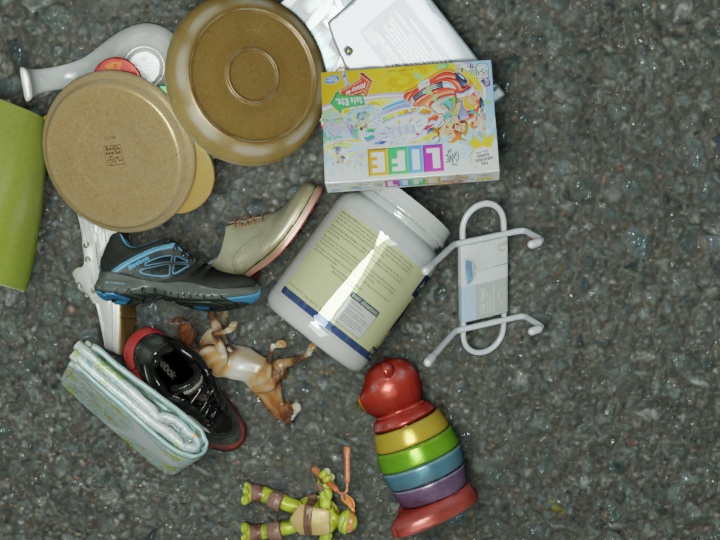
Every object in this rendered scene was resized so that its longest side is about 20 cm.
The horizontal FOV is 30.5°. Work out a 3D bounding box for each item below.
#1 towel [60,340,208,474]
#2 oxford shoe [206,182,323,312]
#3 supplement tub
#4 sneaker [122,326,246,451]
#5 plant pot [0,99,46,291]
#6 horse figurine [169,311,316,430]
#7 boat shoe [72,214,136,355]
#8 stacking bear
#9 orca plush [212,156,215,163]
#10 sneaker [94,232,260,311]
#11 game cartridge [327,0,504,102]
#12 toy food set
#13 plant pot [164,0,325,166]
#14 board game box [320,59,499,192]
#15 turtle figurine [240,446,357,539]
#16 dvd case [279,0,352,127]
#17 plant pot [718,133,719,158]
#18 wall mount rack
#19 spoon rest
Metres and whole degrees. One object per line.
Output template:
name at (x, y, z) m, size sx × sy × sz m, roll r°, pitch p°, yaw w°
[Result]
towel at (-0.279, 0.169, 1.616) m, size 0.200 × 0.171 × 0.048 m, roll 42°, pitch 69°, yaw -4°
oxford shoe at (-0.126, -0.041, 1.608) m, size 0.074 × 0.071 × 0.200 m, roll 43°, pitch 100°, yaw -3°
supplement tub at (0.000, 0.000, 1.561) m, size 0.144 × 0.145 × 0.201 m, roll 37°, pitch 88°, yaw -5°
sneaker at (-0.206, 0.153, 1.622) m, size 0.071 × 0.098 × 0.201 m, roll -47°, pitch 112°, yaw -19°
plant pot at (-0.451, -0.103, 1.573) m, size 0.185 × 0.187 × 0.202 m, roll 20°, pitch 88°, yaw -1°
horse figurine at (-0.146, 0.107, 1.635) m, size 0.198 × 0.050 × 0.133 m, roll 25°, pitch 136°, yaw -7°
boat shoe at (-0.320, 0.004, 1.631) m, size 0.068 × 0.071 × 0.203 m, roll -4°, pitch 92°, yaw 4°
stacking bear at (0.060, 0.206, 1.632) m, size 0.112 × 0.121 × 0.202 m, roll -21°, pitch 92°, yaw 9°
orca plush at (-0.219, -0.172, 1.597) m, size 0.198 × 0.072 × 0.106 m, roll -16°, pitch 125°, yaw 22°
sneaker at (-0.214, 0.000, 1.560) m, size 0.197 × 0.073 × 0.083 m, roll 6°, pitch 74°, yaw 2°
game cartridge at (0.059, -0.244, 1.553) m, size 0.133 × 0.042 × 0.201 m, roll -37°, pitch 98°, yaw 14°
toy food set at (-0.279, -0.142, 1.544) m, size 0.198 × 0.049 × 0.200 m, roll -20°, pitch 104°, yaw 20°
plant pot at (-0.127, -0.223, 1.523) m, size 0.197 × 0.027 × 0.203 m, roll 2°, pitch 85°, yaw -22°
board game box at (0.056, -0.164, 1.507) m, size 0.197 × 0.034 × 0.136 m, roll -4°, pitch 75°, yaw 4°
turtle figurine at (-0.070, 0.304, 1.678) m, size 0.159 × 0.064 × 0.203 m, roll 5°, pitch 110°, yaw 10°
dvd case at (-0.023, -0.251, 1.584) m, size 0.146 × 0.022 × 0.200 m, roll -43°, pitch 97°, yaw 10°
plant pot at (0.529, -0.068, 1.505) m, size 0.177 × 0.200 × 0.203 m, roll -8°, pitch 100°, yaw -1°
wall mount rack at (0.136, 0.026, 1.572) m, size 0.172 × 0.074 × 0.203 m, roll -13°, pitch 114°, yaw -22°
spoon rest at (-0.306, -0.240, 1.592) m, size 0.197 × 0.061 × 0.101 m, roll -9°, pitch 103°, yaw -9°
